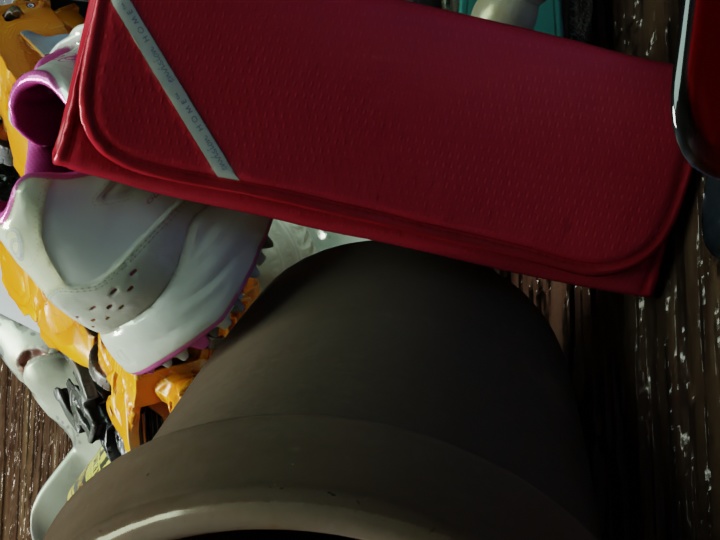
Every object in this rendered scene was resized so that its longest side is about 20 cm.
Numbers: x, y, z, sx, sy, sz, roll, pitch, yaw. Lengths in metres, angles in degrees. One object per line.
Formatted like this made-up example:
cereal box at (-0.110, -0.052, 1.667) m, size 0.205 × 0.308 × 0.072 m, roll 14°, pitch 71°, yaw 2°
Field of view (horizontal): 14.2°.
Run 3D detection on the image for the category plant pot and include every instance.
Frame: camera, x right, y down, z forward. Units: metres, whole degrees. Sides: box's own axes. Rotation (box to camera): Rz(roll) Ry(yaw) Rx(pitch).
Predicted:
plant pot at (0.004, 0.087, 0.915) m, size 0.175 × 0.199 × 0.201 m, roll -74°, pitch 10°, yaw -49°

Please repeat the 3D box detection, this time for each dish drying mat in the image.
dish drying mat at (0.008, -0.046, 0.902) m, size 0.018 × 0.199 × 0.077 m, roll -126°, pitch 49°, yaw -75°

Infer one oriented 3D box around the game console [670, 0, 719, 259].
game console at (0.108, -0.111, 0.790) m, size 0.172 × 0.118 × 0.201 m, roll 173°, pitch 107°, yaw -68°

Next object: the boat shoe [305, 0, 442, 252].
boat shoe at (0.012, -0.093, 1.042) m, size 0.070 × 0.071 × 0.202 m, roll -15°, pitch 79°, yaw 47°

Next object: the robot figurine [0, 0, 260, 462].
robot figurine at (-0.095, -0.011, 1.101) m, size 0.200 × 0.058 × 0.146 m, roll 53°, pitch 148°, yaw 39°

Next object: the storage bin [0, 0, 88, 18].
storage bin at (-0.076, -0.139, 1.249) m, size 0.094 × 0.134 × 0.201 m, roll -105°, pitch 32°, yaw -50°

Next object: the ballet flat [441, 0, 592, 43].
ballet flat at (0.055, -0.121, 1.021) m, size 0.075 × 0.067 × 0.201 m, roll 76°, pitch -162°, yaw -79°

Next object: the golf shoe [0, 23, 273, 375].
golf shoe at (-0.063, -0.065, 0.958) m, size 0.075 × 0.091 × 0.201 m, roll -33°, pitch 32°, yaw 44°

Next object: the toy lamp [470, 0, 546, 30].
toy lamp at (0.058, -0.103, 0.934) m, size 0.201 × 0.058 × 0.058 m, roll -58°, pitch 25°, yaw 8°

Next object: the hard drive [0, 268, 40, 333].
hard drive at (-0.114, -0.026, 1.224) m, size 0.132 × 0.199 × 0.026 m, roll -65°, pitch -2°, yaw 33°

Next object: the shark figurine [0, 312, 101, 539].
shark figurine at (-0.101, 0.112, 1.322) m, size 0.090 × 0.127 × 0.216 m, roll -66°, pitch -22°, yaw -64°

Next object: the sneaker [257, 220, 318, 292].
sneaker at (0.000, 0.000, 1.101) m, size 0.075 × 0.084 × 0.201 m, roll -13°, pitch 88°, yaw 34°

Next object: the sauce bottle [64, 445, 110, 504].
sauce bottle at (-0.088, 0.097, 1.230) m, size 0.200 × 0.064 × 0.065 m, roll -52°, pitch 32°, yaw 29°
